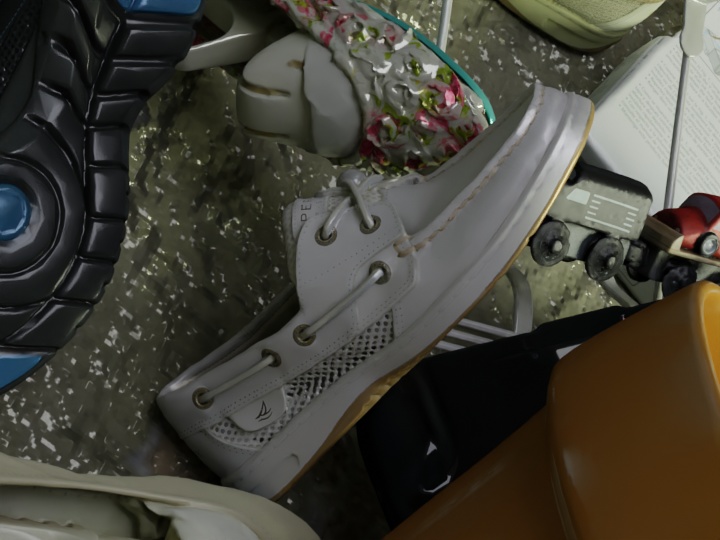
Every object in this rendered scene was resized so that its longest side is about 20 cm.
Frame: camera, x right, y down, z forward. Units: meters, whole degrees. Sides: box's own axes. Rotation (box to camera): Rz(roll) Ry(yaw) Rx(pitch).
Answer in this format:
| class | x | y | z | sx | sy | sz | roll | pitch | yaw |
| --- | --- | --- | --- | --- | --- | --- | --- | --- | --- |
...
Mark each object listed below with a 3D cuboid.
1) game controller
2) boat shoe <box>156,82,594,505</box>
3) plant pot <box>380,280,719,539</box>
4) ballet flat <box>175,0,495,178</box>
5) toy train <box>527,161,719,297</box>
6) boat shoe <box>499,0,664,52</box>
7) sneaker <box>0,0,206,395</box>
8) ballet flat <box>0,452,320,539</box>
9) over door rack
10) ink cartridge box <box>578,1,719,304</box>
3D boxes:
| class | x | y | z | sx | sy | sz | roll | pitch | yaw |
| --- | --- | --- | --- | --- | --- | --- | --- | --- | --- |
| game controller | 0.101 | 0.062 | 0.844 | 0.199 | 0.042 | 0.105 | -12 | 51 | -17 |
| boat shoe | 0.000 | 0.000 | 0.801 | 0.069 | 0.200 | 0.071 | 41 | 18 | -6 |
| plant pot | 0.074 | 0.133 | 0.708 | 0.200 | 0.183 | 0.201 | 53 | 18 | -26 |
| ballet flat | -0.038 | -0.085 | 0.857 | 0.064 | 0.076 | 0.200 | -32 | 55 | -32 |
| toy train | 0.139 | -0.009 | 0.906 | 0.199 | 0.034 | 0.046 | 14 | 101 | -35 |
| boat shoe | 0.057 | -0.165 | 1.007 | 0.200 | 0.063 | 0.073 | 28 | 54 | -24 |
| sneaker | -0.122 | -0.039 | 0.809 | 0.073 | 0.082 | 0.201 | 37 | 69 | -30 |
| ballet flat | -0.088 | 0.100 | 0.759 | 0.199 | 0.069 | 0.070 | 14 | 60 | -28 |
| over door rack | 0.071 | -0.042 | 0.920 | 0.147 | 0.067 | 0.201 | 15 | 91 | -34 |
| ink cartridge box | 0.192 | -0.026 | 1.055 | 0.200 | 0.044 | 0.174 | 51 | 47 | -5 |
